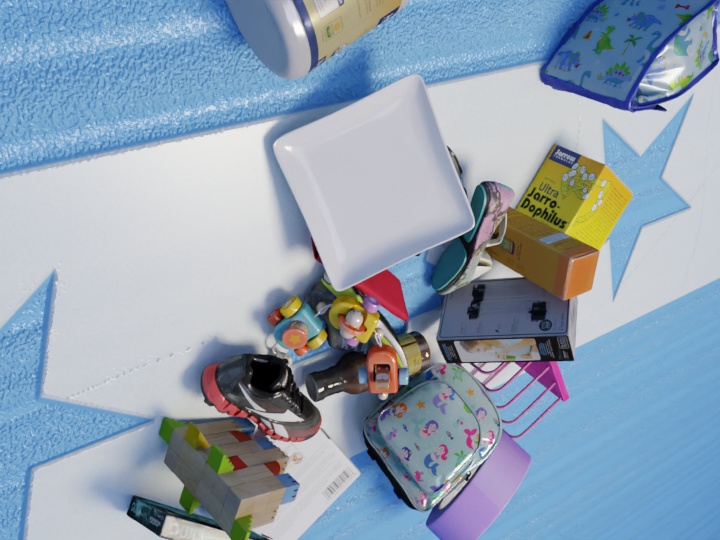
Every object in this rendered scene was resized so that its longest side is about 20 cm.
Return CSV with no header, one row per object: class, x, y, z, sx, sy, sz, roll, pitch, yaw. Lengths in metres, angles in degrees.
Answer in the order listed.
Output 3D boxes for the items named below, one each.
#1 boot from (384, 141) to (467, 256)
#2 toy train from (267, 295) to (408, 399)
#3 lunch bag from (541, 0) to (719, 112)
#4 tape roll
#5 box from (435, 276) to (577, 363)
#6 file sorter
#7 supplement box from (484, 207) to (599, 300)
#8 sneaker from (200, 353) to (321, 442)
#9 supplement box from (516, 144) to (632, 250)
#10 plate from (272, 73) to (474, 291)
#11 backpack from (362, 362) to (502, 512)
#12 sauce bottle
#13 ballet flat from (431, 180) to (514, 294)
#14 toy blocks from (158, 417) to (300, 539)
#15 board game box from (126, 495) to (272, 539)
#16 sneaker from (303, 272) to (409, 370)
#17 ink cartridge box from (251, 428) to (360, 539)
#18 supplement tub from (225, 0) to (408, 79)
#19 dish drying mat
boot,0.077,-0.132,0.995,0.131,0.067,0.203,-46,134,-24
toy train,-0.033,0.109,0.960,0.194,0.056,0.154,4,114,6
lunch bag,0.383,-0.306,1.047,0.198,0.169,0.129,-36,130,-16
tape roll,0.192,0.360,1.199,0.201,0.065,0.200,-48,171,-10
box,0.219,0.073,1.093,0.061,0.195,0.119,62,33,-41
file sorter,0.235,0.158,1.208,0.125,0.139,0.202,-39,131,-10
supplement box,0.249,-0.034,1.073,0.067,0.199,0.068,-16,124,-32
sneaker,-0.111,0.166,0.967,0.097,0.072,0.199,-33,131,26
supplement box,0.320,-0.075,1.166,0.108,0.108,0.203,26,97,-43
plate,0.018,-0.106,0.893,0.195,0.032,0.204,-24,106,2
backpack,0.116,0.245,1.128,0.198,0.179,0.151,-34,166,-16
sauce bottle,0.011,0.143,1.081,0.196,0.065,0.066,-13,122,-29
ballet flat,0.170,-0.039,1.067,0.069,0.070,0.203,7,128,-20
toy blocks,-0.153,0.257,0.943,0.135,0.198,0.102,4,112,-50
board game box,-0.194,0.345,0.961,0.197,0.134,0.029,29,70,-30
sneaker,-0.004,0.086,1.019,0.080,0.074,0.201,-38,108,5
ink cartridge box,-0.120,0.315,1.089,0.199,0.043,0.175,-43,118,-10
supplement tub,-0.031,-0.306,0.748,0.198,0.144,0.146,-37,131,-14
dish drying mat,0.000,0.000,0.993,0.018,0.078,0.199,-30,138,22
